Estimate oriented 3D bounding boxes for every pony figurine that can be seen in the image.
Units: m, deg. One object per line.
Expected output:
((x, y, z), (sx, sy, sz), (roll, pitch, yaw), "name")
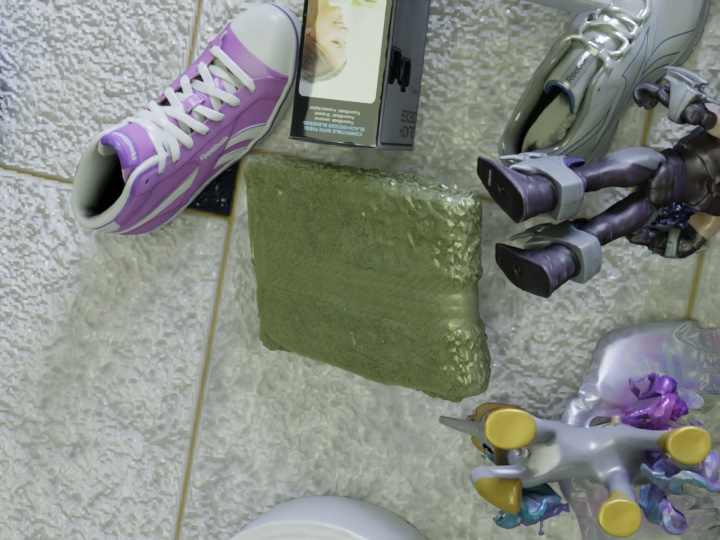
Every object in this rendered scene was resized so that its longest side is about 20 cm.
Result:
((0.149, 0.110, 0.785), (0.192, 0.200, 0.168), (5, 89, 0), "pony figurine")

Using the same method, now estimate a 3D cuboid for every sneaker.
((0.154, -0.132, 0.797), (0.074, 0.087, 0.201), (33, 101, 18), "sneaker")
((-0.118, -0.099, 0.864), (0.073, 0.114, 0.201), (42, 103, 10), "sneaker")

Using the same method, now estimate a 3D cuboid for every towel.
((0.000, 0.000, 0.839), (0.199, 0.036, 0.149), (12, 114, 39), "towel")

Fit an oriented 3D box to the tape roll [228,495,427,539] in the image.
((-0.025, 0.264, 0.891), (0.201, 0.071, 0.204), (1, 94, 16), "tape roll")

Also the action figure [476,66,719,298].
((0.173, -0.054, 0.776), (0.199, 0.069, 0.131), (-17, 117, -21), "action figure")

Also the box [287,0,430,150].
((0.007, -0.179, 0.822), (0.060, 0.117, 0.201), (8, 95, 13), "box")

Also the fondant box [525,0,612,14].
((0.091, -0.262, 0.729), (0.143, 0.058, 0.201), (12, 96, -8), "fondant box")
